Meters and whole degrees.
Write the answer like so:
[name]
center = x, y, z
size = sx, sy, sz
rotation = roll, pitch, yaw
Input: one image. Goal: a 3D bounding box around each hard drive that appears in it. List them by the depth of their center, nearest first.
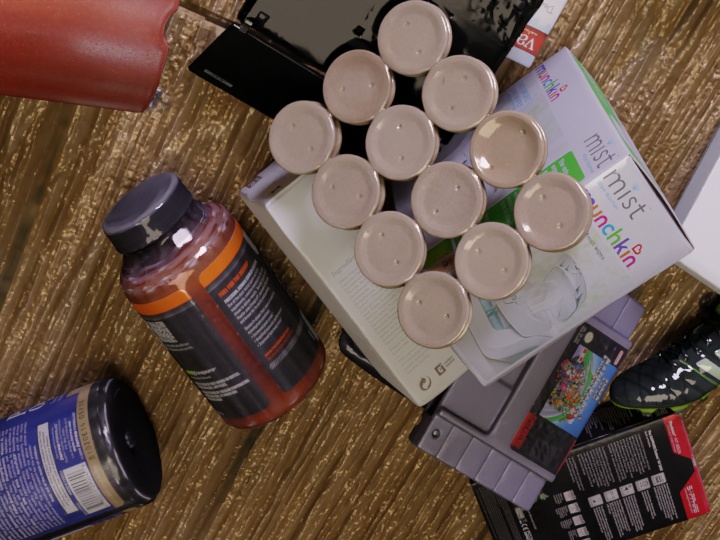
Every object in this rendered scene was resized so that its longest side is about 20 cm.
[hard drive]
center = 0.345, -0.024, 0.991
size = 0.199, 0.026, 0.133
rotation = 31, 87, -19

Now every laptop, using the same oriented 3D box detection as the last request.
[laptop]
center = -0.002, -0.169, 0.876
size = 0.176, 0.104, 0.201
rotation = 28, 110, -19

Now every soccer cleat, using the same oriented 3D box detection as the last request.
[soccer cleat]
center = 0.304, 0.065, 1.050
size = 0.197, 0.068, 0.082
rotation = -16, 110, -2

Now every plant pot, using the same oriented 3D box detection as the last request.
[plant pot]
center = -0.221, -0.197, 0.799
size = 0.193, 0.202, 0.203
rotation = 10, 119, -19

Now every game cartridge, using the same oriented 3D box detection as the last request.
[game cartridge]
center = 0.142, 0.087, 1.020
size = 0.129, 0.038, 0.202
rotation = 31, 89, -16

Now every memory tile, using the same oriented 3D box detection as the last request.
[memory tile]
center = 0.043, -0.064, 0.803
size = 0.153, 0.017, 0.201
rotation = -41, 75, 14

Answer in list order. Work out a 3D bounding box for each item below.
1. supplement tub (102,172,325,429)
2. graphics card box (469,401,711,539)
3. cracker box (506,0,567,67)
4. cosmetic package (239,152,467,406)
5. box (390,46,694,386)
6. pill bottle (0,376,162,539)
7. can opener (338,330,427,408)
[supplement tub]
center = -0.117, 0.022, 0.965
size = 0.106, 0.107, 0.201
rotation = -28, 118, 11
[graphics card box]
center = 0.206, 0.194, 1.117
size = 0.198, 0.051, 0.127
rotation = -21, 119, 7
[cracker box]
center = 0.106, -0.262, 0.851
size = 0.133, 0.058, 0.201
rotation = 23, 114, -14
[cosmetic package]
center = 0.000, 0.000, 0.943
size = 0.074, 0.102, 0.201
rotation = -39, 109, -8
[box]
center = 0.124, -0.044, 0.893
size = 0.176, 0.201, 0.097
rotation = -35, 116, 16
[pill bottle]
center = -0.277, 0.175, 1.035
size = 0.198, 0.112, 0.113
rotation = -21, 119, 7
[can opener]
center = 0.067, 0.103, 1.060
size = 0.198, 0.079, 0.063
rotation = 27, 153, -14
